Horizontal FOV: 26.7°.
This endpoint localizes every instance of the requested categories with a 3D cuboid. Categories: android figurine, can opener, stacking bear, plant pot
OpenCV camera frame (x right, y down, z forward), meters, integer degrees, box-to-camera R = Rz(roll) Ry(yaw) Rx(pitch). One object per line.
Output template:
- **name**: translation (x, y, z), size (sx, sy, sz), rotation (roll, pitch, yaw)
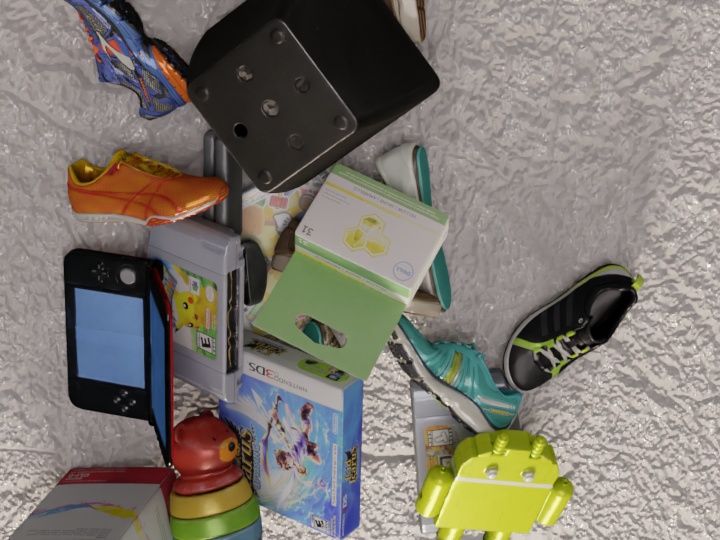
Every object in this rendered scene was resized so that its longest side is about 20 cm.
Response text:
- **android figurine**: translation (0.158, 0.255, 1.770), size (0.180, 0.041, 0.201), rotation (8, 133, -15)
- **can opener**: translation (-0.145, -0.058, 1.695), size (0.066, 0.052, 0.202), rotation (-16, 112, -35)
- **stacking bear**: translation (-0.168, 0.263, 1.737), size (0.113, 0.121, 0.202), rotation (-5, 100, 38)
- **plant pot**: translation (-0.065, -0.192, 1.569), size (0.199, 0.178, 0.201), rotation (-32, 102, 27)

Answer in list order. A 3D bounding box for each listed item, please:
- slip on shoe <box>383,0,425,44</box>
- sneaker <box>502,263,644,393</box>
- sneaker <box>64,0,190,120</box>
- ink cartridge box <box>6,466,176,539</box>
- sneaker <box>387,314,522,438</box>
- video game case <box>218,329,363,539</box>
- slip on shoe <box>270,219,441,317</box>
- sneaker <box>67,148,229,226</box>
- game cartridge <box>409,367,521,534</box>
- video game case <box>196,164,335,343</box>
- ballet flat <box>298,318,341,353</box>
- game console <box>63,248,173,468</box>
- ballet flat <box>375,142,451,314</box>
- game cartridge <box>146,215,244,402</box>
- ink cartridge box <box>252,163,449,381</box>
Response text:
- **slip on shoe**: translation (0.032, -0.342, 1.622), size (0.060, 0.076, 0.202), rotation (0, 112, 12)
- **sneaker**: translation (0.245, 0.068, 1.764), size (0.072, 0.083, 0.200), rotation (42, 97, -16)
- **sneaker**: translation (-0.264, -0.240, 1.632), size (0.078, 0.075, 0.200), rotation (-40, 105, 12)
- **ink cartridge box**: translation (-0.298, 0.334, 1.726), size (0.143, 0.200, 0.147), rotation (-2, 109, 16)
- **sneaker**: translation (0.104, 0.113, 1.755), size (0.200, 0.077, 0.080), rotation (42, 84, -16)
- **video game case**: translation (-0.082, 0.186, 1.731), size (0.180, 0.045, 0.202), rotation (19, 120, 32)
- **slip on shoe**: translation (0.000, 0.000, 1.701), size (0.198, 0.076, 0.061), rotation (18, 88, 8)
- **sneaker**: translation (-0.237, -0.092, 1.651), size (0.198, 0.073, 0.078), rotation (0, 111, 20)
- **game cartridge**: translation (0.130, 0.219, 1.832), size (0.132, 0.042, 0.202), rotation (-5, 108, 1)
- **video game case**: translation (-0.087, -0.017, 1.744), size (0.198, 0.023, 0.183), rotation (-26, 108, 3)
- **ballet flat**: translation (-0.047, 0.142, 1.781), size (0.075, 0.068, 0.202), rotation (0, 118, -31)
- **game console**: translation (-0.268, 0.096, 1.684), size (0.170, 0.119, 0.202), rotation (8, 113, 13)
- **ballet flat**: translation (0.057, -0.046, 1.731), size (0.069, 0.069, 0.202), rotation (-12, 106, -1)
- **game cartridge**: translation (-0.187, 0.037, 1.702), size (0.040, 0.133, 0.202), rotation (-20, 122, -42)
- **ink cartridge box**: translation (-0.009, -0.001, 1.640), size (0.144, 0.048, 0.201), rotation (25, 64, 10)
